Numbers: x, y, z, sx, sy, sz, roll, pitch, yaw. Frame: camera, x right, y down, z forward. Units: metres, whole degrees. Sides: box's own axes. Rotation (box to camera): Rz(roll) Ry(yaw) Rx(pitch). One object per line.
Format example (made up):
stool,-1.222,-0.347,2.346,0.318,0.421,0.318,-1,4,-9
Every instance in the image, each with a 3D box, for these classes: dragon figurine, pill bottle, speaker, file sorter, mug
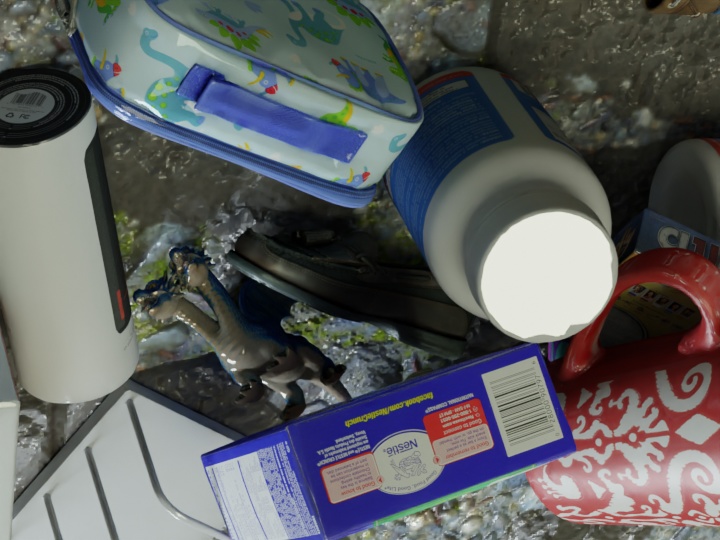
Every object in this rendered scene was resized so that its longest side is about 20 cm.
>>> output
dragon figurine,-0.063,0.044,1.503,0.059,0.100,0.200,-45,146,16
pill bottle,0.302,-0.032,1.550,0.199,0.112,0.113,0,126,-20
speaker,-0.186,-0.017,1.396,0.081,0.081,0.201,-14,129,-10
file sorter,-0.153,0.204,1.552,0.138,0.125,0.200,29,112,-36
pill bottle,0.084,-0.038,1.383,0.112,0.200,0.113,-5,115,-10
mug,0.201,0.076,1.429,0.133,0.199,0.179,-8,87,-40

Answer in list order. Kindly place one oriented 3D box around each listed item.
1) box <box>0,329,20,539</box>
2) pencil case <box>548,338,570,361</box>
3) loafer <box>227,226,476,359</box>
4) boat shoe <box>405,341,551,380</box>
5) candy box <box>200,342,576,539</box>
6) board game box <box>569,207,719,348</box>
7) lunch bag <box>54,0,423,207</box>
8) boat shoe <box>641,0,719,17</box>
box,-0.276,0.114,1.416,0.106,0.153,0.201,-3,127,-18
pencil case,0.226,0.054,1.605,0.199,0.085,0.093,-8,147,-17
loafer,0.000,0.000,1.500,0.199,0.072,0.063,22,97,-41
boat shoe,0.052,0.100,1.573,0.202,0.075,0.075,-26,106,29
candy box,0.012,0.112,1.411,0.168,0.200,0.077,-17,87,-20
board game box,0.236,0.040,1.489,0.199,0.035,0.136,25,151,-11
lunch bag,-0.069,-0.121,1.308,0.199,0.161,0.083,19,118,-32
boat shoe,0.204,-0.224,1.375,0.072,0.072,0.201,-18,139,-14
